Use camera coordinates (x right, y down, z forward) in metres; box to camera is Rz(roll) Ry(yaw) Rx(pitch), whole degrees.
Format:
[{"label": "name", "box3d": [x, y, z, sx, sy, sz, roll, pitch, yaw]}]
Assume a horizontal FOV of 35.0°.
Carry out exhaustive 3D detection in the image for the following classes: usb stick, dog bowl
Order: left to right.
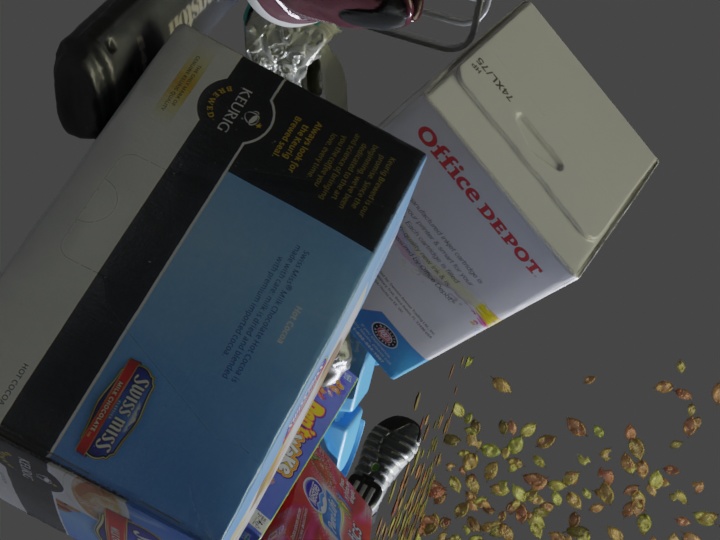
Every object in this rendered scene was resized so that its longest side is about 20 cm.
[{"label": "usb stick", "box3d": [-0.088, -0.135, 0.562, 0.201, 0.032, 0.056, -61, 165, -45]}, {"label": "dog bowl", "box3d": [-0.023, 0.149, 1.281, 0.111, 0.049, 0.202, -43, 150, -68]}]

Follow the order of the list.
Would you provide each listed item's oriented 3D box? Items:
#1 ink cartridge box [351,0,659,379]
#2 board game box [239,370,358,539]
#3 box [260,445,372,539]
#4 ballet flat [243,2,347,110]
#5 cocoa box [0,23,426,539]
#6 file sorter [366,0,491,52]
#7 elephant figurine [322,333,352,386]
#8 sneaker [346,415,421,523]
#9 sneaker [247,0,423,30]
[{"label": "ink cartridge box", "box3d": [0.067, -0.050, 0.785, 0.200, 0.147, 0.146, -34, -172, 49]}, {"label": "board game box", "box3d": [-0.086, 0.157, 0.855, 0.135, 0.045, 0.200, -48, -177, 33]}, {"label": "box", "box3d": [-0.058, 0.230, 0.927, 0.099, 0.096, 0.200, -38, -171, 11]}, {"label": "ballet flat", "box3d": [-0.041, -0.102, 0.766, 0.201, 0.071, 0.072, 90, 21, -59]}, {"label": "cocoa box", "box3d": [-0.076, 0.022, 0.515, 0.201, 0.130, 0.134, -62, 178, -27]}, {"label": "file sorter", "box3d": [0.058, -0.270, 0.839, 0.200, 0.124, 0.140, -60, 164, -49]}, {"label": "elephant figurine", "box3d": [-0.074, 0.039, 0.732, 0.200, 0.154, 0.142, 108, -39, -65]}, {"label": "sneaker", "box3d": [0.021, 0.314, 1.724, 0.200, 0.075, 0.116, -48, 160, -42]}, {"label": "sneaker", "box3d": [-0.026, -0.166, 0.505, 0.200, 0.115, 0.076, 28, 82, -60]}]
